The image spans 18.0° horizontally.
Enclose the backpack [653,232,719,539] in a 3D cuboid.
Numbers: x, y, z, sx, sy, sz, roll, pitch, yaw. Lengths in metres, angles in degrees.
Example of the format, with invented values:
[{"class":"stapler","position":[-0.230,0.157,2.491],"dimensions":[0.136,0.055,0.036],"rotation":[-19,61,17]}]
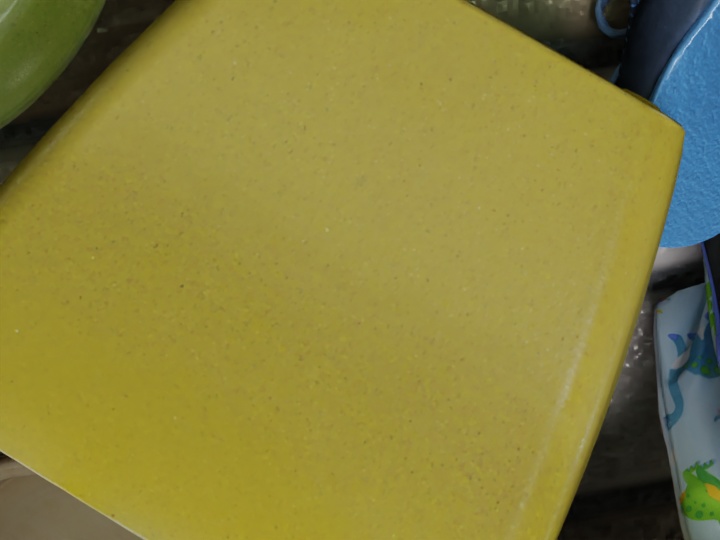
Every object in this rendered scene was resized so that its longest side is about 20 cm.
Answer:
[{"class":"backpack","position":[0.209,0.060,0.834],"dimensions":[0.200,0.183,0.147],"rotation":[30,128,-30]}]

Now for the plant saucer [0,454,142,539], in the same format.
[{"class":"plant saucer","position":[-0.071,0.135,0.832],"dimensions":[0.200,0.029,0.200],"rotation":[13,133,15]}]

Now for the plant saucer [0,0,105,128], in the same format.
[{"class":"plant saucer","position":[-0.174,-0.123,0.719],"dimensions":[0.200,0.031,0.200],"rotation":[-6,118,-11]}]

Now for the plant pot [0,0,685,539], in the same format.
[{"class":"plant pot","position":[0.000,0.000,0.713],"dimensions":[0.200,0.200,0.177],"rotation":[30,95,7]}]

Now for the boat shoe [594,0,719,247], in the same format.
[{"class":"boat shoe","position":[0.133,-0.106,0.788],"dimensions":[0.084,0.069,0.200],"rotation":[9,115,-29]}]
